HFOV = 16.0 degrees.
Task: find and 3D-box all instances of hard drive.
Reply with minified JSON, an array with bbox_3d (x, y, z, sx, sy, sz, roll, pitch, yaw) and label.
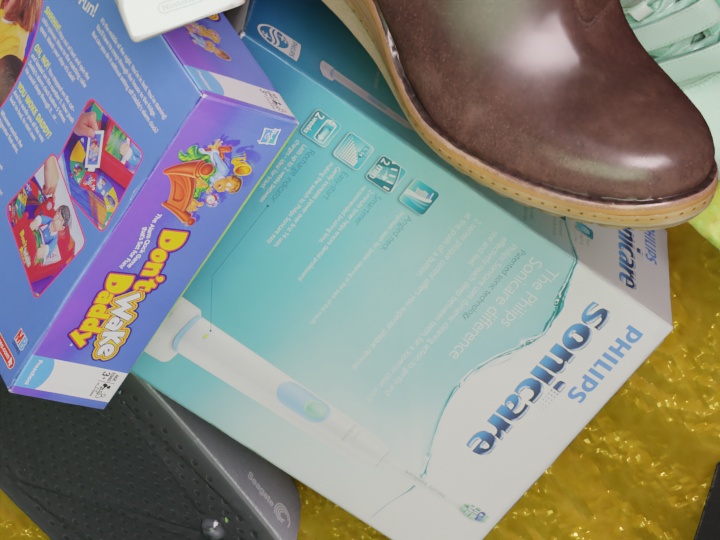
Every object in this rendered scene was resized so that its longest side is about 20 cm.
[{"bbox_3d":[-0.122,0.054,1.091,0.200,0.042,0.135,48,139,-14],"label":"hard drive"}]

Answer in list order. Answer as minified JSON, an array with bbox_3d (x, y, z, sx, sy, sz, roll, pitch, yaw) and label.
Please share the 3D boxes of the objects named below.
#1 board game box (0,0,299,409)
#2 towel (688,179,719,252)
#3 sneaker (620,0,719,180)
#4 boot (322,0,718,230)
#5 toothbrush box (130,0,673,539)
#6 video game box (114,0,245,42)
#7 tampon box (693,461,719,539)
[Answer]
[{"bbox_3d":[-0.115,-0.067,0.942,0.045,0.200,0.135,14,121,-42],"label":"board game box"},{"bbox_3d":[0.223,-0.036,0.888,0.200,0.023,0.144,-45,73,21],"label":"towel"},{"bbox_3d":[0.096,-0.089,0.917,0.074,0.118,0.201,-23,108,27],"label":"sneaker"},{"bbox_3d":[0.044,-0.121,0.798,0.200,0.072,0.167,40,142,26],"label":"boot"},{"bbox_3d":[0.000,0.000,0.990,0.200,0.085,0.147,33,116,-11],"label":"toothbrush box"},{"bbox_3d":[-0.075,-0.188,0.869,0.047,0.200,0.183,-19,106,10],"label":"video game box"},{"bbox_3d":[0.176,0.196,0.991,0.126,0.200,0.150,10,120,14],"label":"tampon box"}]
